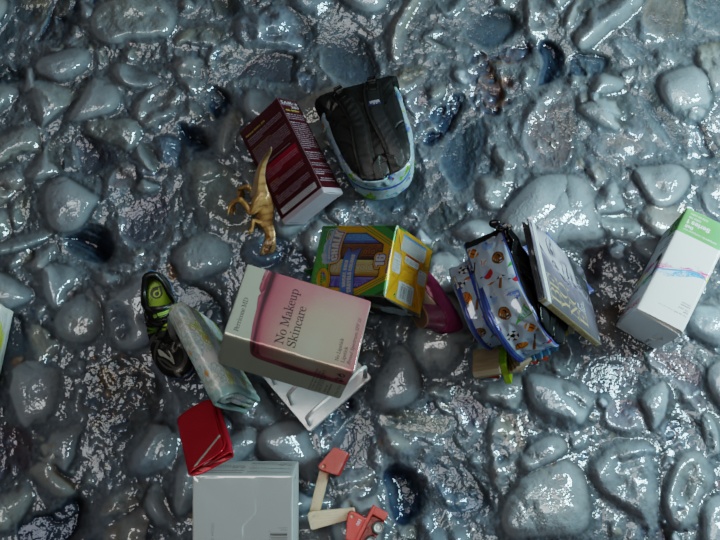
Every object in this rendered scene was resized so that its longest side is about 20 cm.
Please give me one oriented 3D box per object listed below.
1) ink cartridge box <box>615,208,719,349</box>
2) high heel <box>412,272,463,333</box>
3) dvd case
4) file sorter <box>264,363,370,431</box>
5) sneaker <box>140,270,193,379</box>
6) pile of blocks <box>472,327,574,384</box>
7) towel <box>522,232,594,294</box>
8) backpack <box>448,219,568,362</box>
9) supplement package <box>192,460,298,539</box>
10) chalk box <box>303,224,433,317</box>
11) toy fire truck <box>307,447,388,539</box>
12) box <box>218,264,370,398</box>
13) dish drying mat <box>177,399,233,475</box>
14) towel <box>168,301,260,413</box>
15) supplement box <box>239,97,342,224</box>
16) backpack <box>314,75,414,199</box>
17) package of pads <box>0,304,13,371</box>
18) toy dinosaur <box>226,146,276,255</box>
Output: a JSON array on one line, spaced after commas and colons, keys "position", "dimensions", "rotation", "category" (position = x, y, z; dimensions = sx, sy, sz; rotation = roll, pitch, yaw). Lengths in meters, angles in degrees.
[{"position": [0.522, 0.017, 1.511], "dimensions": [0.084, 0.145, 0.200], "rotation": [28, 77, 9], "category": "ink cartridge box"}, {"position": [0.111, 0.023, 1.579], "dimensions": [0.096, 0.067, 0.200], "rotation": [9, 54, -41], "category": "high heel"}, {"position": [0.323, 0.021, 1.440], "dimensions": [0.016, 0.200, 0.149], "rotation": [-26, 51, 29], "category": "dvd case"}, {"position": [-0.099, 0.139, 1.493], "dimensions": [0.139, 0.125, 0.200], "rotation": [-40, 77, -11], "category": "file sorter"}, {"position": [-0.339, 0.092, 1.538], "dimensions": [0.071, 0.083, 0.200], "rotation": [-18, 75, -3], "category": "sneaker"}, {"position": [0.283, 0.146, 1.517], "dimensions": [0.200, 0.062, 0.082], "rotation": [-25, 31, -3], "category": "pile of blocks"}, {"position": [0.279, 0.030, 1.556], "dimensions": [0.200, 0.024, 0.145], "rotation": [-28, 60, -7], "category": "towel"}, {"position": [0.239, 0.048, 1.438], "dimensions": [0.154, 0.200, 0.191], "rotation": [-35, 51, 18], "category": "backpack"}, {"position": [-0.177, 0.407, 1.408], "dimensions": [0.156, 0.111, 0.200], "rotation": [0, 91, 0], "category": "supplement package"}, {"position": [0.000, 0.000, 1.518], "dimensions": [0.200, 0.125, 0.124], "rotation": [3, 74, 35], "category": "chalk box"}, {"position": [-0.033, 0.405, 1.463], "dimensions": [0.141, 0.049, 0.200], "rotation": [27, 77, 9], "category": "toy fire truck"}, {"position": [-0.100, 0.093, 1.363], "dimensions": [0.200, 0.109, 0.128], "rotation": [17, 59, -5], "category": "box"}, {"position": [-0.252, 0.262, 1.445], "dimensions": [0.077, 0.200, 0.018], "rotation": [-29, 113, -6], "category": "dish drying mat"}, {"position": [-0.238, 0.147, 1.462], "dimensions": [0.048, 0.200, 0.171], "rotation": [-33, 75, -3], "category": "towel"}, {"position": [-0.125, -0.193, 1.602], "dimensions": [0.109, 0.061, 0.200], "rotation": [-35, 74, 31], "category": "supplement box"}, {"position": [0.024, -0.224, 1.601], "dimensions": [0.163, 0.154, 0.200], "rotation": [-19, 53, -6], "category": "backpack"}, {"position": [-0.711, 0.122, 1.546], "dimensions": [0.200, 0.068, 0.155], "rotation": [6, 76, 2], "category": "package of pads"}, {"position": [-0.179, -0.129, 1.590], "dimensions": [0.106, 0.060, 0.200], "rotation": [7, 113, 25], "category": "toy dinosaur"}]
